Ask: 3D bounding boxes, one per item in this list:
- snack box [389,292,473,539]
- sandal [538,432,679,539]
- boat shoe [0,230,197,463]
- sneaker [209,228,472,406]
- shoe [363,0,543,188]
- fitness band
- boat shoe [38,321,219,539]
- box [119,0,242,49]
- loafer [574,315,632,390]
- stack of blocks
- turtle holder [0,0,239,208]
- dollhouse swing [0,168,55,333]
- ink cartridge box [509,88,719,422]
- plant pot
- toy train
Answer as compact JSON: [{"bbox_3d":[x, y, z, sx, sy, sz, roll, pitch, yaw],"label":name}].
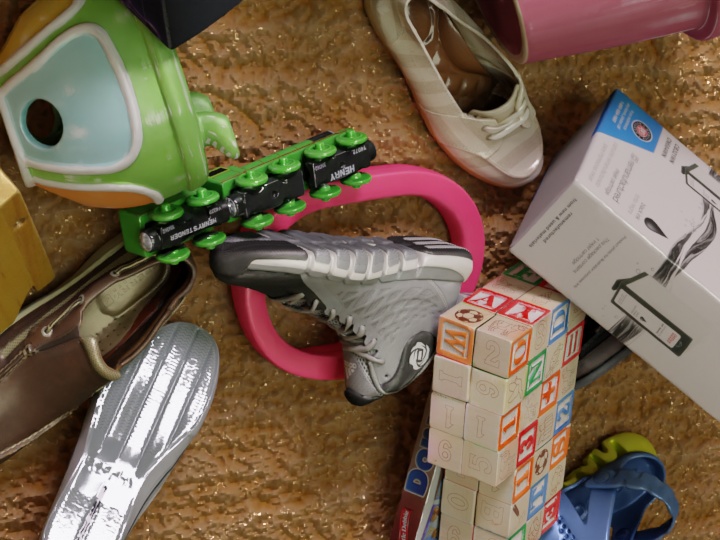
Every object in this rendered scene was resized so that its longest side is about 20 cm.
[{"bbox_3d":[0.068,0.115,1.538,0.072,0.024,0.202,0,107,-62],"label":"snack box"},{"bbox_3d":[0.165,0.201,1.602,0.200,0.087,0.080,-38,120,-14],"label":"sandal"},{"bbox_3d":[-0.186,0.050,1.364,0.203,0.075,0.075,-48,121,-10],"label":"boat shoe"},{"bbox_3d":[-0.014,0.036,1.422,0.199,0.075,0.116,2,102,-31],"label":"sneaker"},{"bbox_3d":[0.073,-0.129,1.479,0.070,0.053,0.200,-47,121,-11],"label":"shoe"},{"bbox_3d":[0.000,0.000,1.485,0.199,0.037,0.145,-10,105,-29],"label":"fitness band"},{"bbox_3d":[-0.162,0.124,1.406,0.073,0.067,0.201,34,63,-3],"label":"boat shoe"},{"bbox_3d":[-0.139,-0.253,1.212,0.104,0.200,0.148,-40,160,-17],"label":"box"},{"bbox_3d":[0.206,0.012,1.595,0.200,0.072,0.063,-39,99,-22],"label":"loafer"},{"bbox_3d":[0.101,0.109,1.504,0.115,0.058,0.201,-32,134,-50],"label":"stack of blocks"},{"bbox_3d":[-0.162,-0.125,1.296,0.131,0.141,0.187,-19,124,-7],"label":"turtle holder"},{"bbox_3d":[-0.329,-0.022,1.287,0.200,0.176,0.182,-42,161,-14],"label":"dollhouse swing"},{"bbox_3d":[0.219,-0.011,1.494,0.200,0.146,0.084,38,125,-6],"label":"ink cartridge box"},{"bbox_3d":[0.164,-0.234,1.435,0.178,0.200,0.201,-24,115,-6],"label":"plant pot"},{"bbox_3d":[-0.073,-0.053,1.392,0.199,0.056,0.042,-25,117,-37],"label":"toy train"}]
